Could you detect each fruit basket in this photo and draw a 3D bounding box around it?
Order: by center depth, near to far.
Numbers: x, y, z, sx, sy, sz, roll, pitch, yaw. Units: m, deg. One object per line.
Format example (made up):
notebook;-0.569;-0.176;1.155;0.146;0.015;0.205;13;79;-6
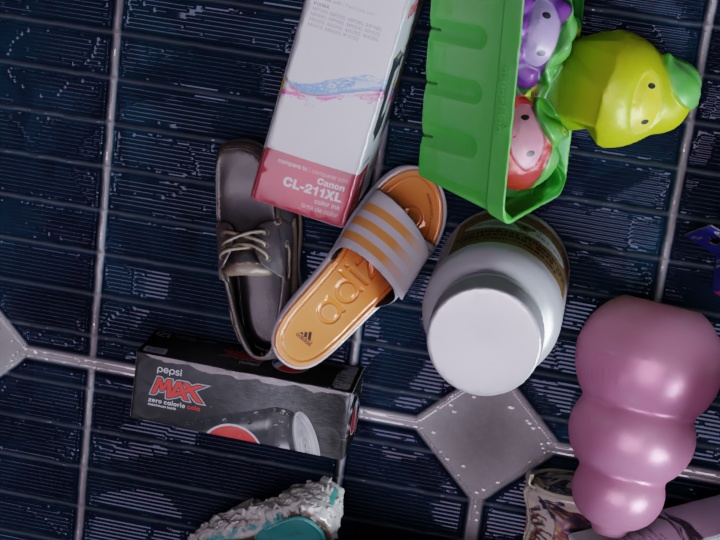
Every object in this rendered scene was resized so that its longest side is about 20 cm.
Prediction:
fruit basket;0.163;-0.145;1.364;0.215;0.155;0.216;8;108;27

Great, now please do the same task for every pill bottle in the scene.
pill bottle;0.110;0.026;1.386;0.114;0.200;0.114;3;107;9

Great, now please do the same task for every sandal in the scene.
sandal;0.006;0.006;1.446;0.079;0.059;0.207;38;90;-15

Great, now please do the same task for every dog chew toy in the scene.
dog chew toy;0.229;0.124;1.419;0.124;0.125;0.200;14;92;6

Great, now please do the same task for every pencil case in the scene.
pencil case;0.173;0.270;1.514;0.089;0.078;0.200;1;109;-13

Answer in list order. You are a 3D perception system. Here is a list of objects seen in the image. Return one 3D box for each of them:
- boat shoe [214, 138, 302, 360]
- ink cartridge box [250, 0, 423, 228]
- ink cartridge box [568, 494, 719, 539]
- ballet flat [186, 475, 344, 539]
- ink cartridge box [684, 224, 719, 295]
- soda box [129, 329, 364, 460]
boat shoe;-0.087;-0.015;1.478;0.074;0.073;0.200;-9;105;13
ink cartridge box;-0.014;-0.155;1.383;0.083;0.146;0.200;18;109;3
ink cartridge box;0.290;0.280;1.456;0.200;0.084;0.145;-13;106;-11
ballet flat;-0.084;0.234;1.552;0.200;0.072;0.072;-23;102;41
ink cartridge box;0.355;0.030;1.397;0.200;0.095;0.037;34;86;0
soda box;-0.101;0.111;1.525;0.200;0.063;0.071;10;108;8
